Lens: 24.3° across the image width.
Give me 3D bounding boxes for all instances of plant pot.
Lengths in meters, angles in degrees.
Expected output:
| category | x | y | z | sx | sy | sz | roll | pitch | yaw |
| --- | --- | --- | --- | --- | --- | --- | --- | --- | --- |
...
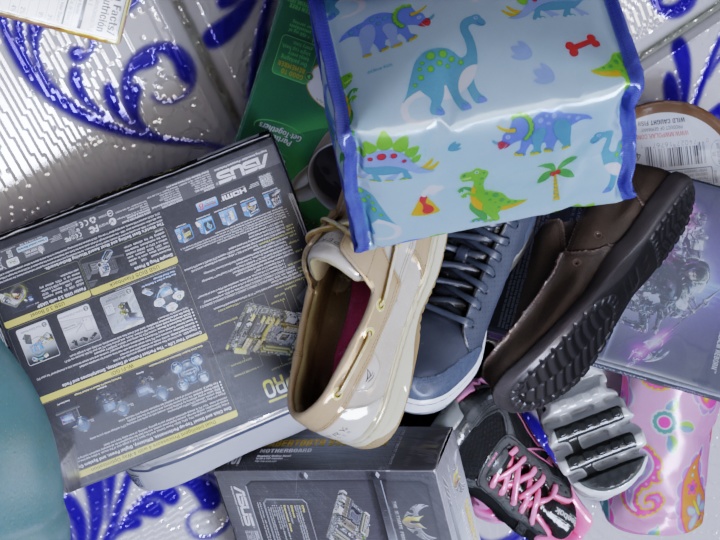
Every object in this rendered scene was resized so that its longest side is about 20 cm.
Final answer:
| category | x | y | z | sx | sy | sz | roll | pitch | yaw |
| --- | --- | --- | --- | --- | --- | --- | --- | --- | --- |
| plant pot | -0.264 | 0.089 | 0.943 | 0.198 | 0.200 | 0.136 | -2 | 95 | -25 |

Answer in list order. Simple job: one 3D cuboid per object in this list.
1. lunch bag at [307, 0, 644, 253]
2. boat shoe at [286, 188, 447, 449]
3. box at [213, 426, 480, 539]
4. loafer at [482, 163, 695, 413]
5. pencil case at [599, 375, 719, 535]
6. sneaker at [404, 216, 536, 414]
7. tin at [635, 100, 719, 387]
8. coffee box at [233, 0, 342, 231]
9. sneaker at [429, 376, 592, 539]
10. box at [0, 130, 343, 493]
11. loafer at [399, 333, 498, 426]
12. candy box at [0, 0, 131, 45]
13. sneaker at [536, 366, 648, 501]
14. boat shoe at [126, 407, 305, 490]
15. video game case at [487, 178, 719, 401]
| category | x | y | z | sx | sy | sz | roll | pitch | yaw |
| --- | --- | --- | --- | --- | --- | --- | --- | --- | --- |
| lunch bag | 0.056 | -0.131 | 0.942 | 0.168 | 0.202 | 0.128 | -9 | 142 | -2 |
| boat shoe | 0.000 | 0.000 | 0.976 | 0.069 | 0.073 | 0.202 | 17 | 77 | -41 |
| box | 0.003 | 0.199 | 1.116 | 0.157 | 0.048 | 0.202 | -4 | 119 | 21 |
| loafer | 0.139 | 0.007 | 1.091 | 0.200 | 0.071 | 0.073 | -48 | 151 | -19 |
| pencil case | 0.226 | 0.093 | 1.236 | 0.086 | 0.087 | 0.202 | -1 | 104 | -25 |
| sneaker | 0.064 | -0.024 | 1.020 | 0.147 | 0.076 | 0.203 | 99 | 14 | -50 |
| tin | 0.217 | -0.020 | 1.167 | 0.111 | 0.042 | 0.203 | -6 | 80 | 6 |
| coffee box | -0.017 | -0.077 | 1.052 | 0.122 | 0.044 | 0.202 | 18 | 103 | 2 |
| sneaker | 0.108 | 0.142 | 1.146 | 0.079 | 0.095 | 0.200 | -50 | 146 | -4 |
| box | -0.118 | 0.024 | 1.021 | 0.198 | 0.049 | 0.163 | -22 | 98 | -1 |
| loafer | 0.026 | 0.113 | 1.154 | 0.072 | 0.063 | 0.201 | 31 | 90 | -31 |
| candy box | -0.233 | -0.179 | 0.916 | 0.198 | 0.115 | 0.056 | 11 | 101 | -27 |
| sneaker | 0.140 | 0.066 | 1.163 | 0.074 | 0.081 | 0.202 | -14 | 71 | 0 |
| boat shoe | -0.069 | 0.072 | 1.091 | 0.199 | 0.073 | 0.066 | -29 | 119 | -17 |
| video game case | 0.177 | -0.003 | 1.131 | 0.198 | 0.019 | 0.144 | 16 | 75 | 5 |
